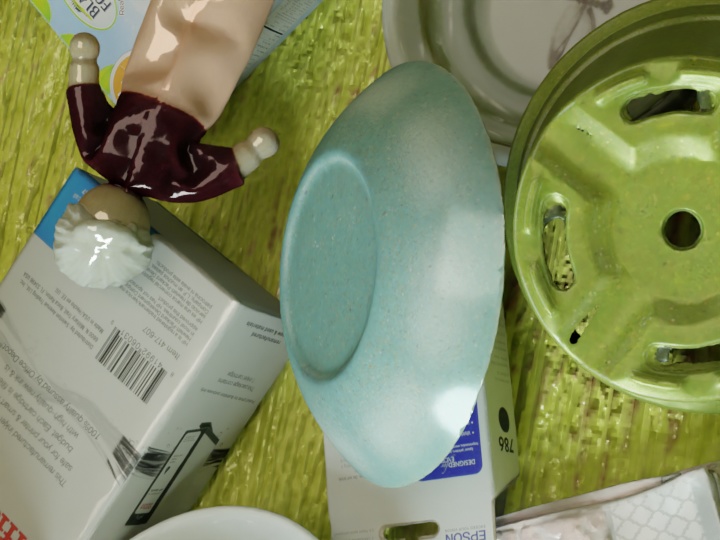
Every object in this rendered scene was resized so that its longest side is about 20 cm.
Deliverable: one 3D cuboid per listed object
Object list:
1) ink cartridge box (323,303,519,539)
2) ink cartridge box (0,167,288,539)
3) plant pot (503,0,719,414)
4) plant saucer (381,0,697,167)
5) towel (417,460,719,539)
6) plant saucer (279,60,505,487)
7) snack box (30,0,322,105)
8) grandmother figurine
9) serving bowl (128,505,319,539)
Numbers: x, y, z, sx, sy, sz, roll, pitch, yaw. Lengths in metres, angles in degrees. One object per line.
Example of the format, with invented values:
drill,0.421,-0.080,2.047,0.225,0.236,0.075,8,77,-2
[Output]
ink cartridge box,0.027,0.053,0.730,0.099,0.039,0.202,-11,72,29
ink cartridge box,-0.148,0.069,0.792,0.146,0.084,0.201,37,97,28
plant pot,0.137,-0.022,0.577,0.198,0.190,0.202,2,96,18
plant saucer,0.109,-0.144,0.730,0.199,0.050,0.202,-6,75,25
towel,0.109,0.209,0.660,0.190,0.032,0.201,-22,69,21
plant saucer,0.000,0.000,0.658,0.201,0.038,0.203,-176,90,-65
snack box,-0.100,-0.204,0.821,0.200,0.068,0.169,-44,78,13
grandmother figurine,-0.101,-0.082,0.736,0.121,0.061,0.201,24,83,13
serving bowl,-0.076,0.221,0.695,0.199,0.066,0.201,-17,47,19
